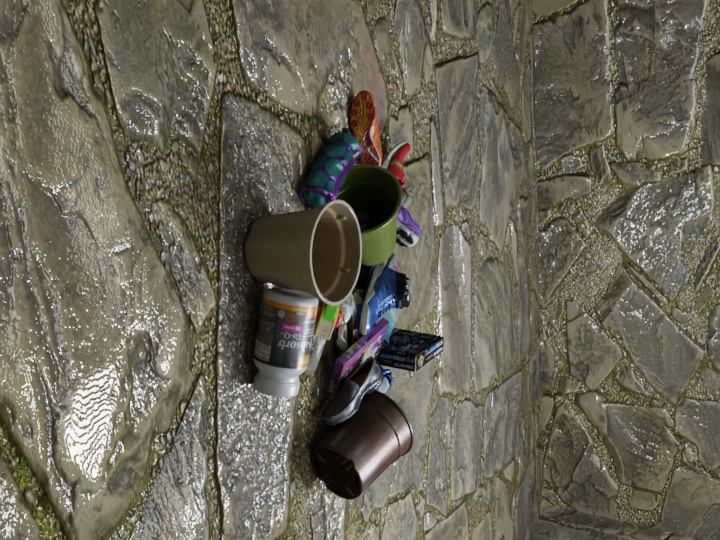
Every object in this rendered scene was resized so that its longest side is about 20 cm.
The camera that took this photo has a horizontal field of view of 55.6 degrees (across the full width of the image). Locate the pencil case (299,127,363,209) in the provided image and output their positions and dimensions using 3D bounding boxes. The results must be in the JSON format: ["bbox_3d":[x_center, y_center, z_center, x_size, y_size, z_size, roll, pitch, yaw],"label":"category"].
[{"bbox_3d":[-0.062,-0.224,1.543,0.202,0.091,0.086,-65,145,-33],"label":"pencil case"}]

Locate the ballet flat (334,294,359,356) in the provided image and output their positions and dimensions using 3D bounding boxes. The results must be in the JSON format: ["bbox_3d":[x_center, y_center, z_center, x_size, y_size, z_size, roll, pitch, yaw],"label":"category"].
[{"bbox_3d":[-0.041,0.128,1.647,0.071,0.068,0.203,-63,149,-56],"label":"ballet flat"}]

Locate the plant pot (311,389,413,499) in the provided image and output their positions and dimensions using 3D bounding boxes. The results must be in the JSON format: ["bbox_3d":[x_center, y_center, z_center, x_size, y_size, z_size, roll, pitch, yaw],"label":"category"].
[{"bbox_3d":[-0.003,0.424,1.644,0.198,0.198,0.204,-37,126,-45],"label":"plant pot"}]

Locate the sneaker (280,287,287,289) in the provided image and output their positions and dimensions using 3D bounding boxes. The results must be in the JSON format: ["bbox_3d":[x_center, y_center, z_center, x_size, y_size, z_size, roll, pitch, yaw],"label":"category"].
[{"bbox_3d":[-0.118,0.037,1.483,0.070,0.077,0.202,59,43,-47],"label":"sneaker"}]

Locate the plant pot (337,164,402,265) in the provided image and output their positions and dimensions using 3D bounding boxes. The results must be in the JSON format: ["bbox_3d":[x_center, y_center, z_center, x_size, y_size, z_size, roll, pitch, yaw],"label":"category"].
[{"bbox_3d":[0.014,-0.112,1.628,0.191,0.196,0.203,72,33,-55],"label":"plant pot"}]

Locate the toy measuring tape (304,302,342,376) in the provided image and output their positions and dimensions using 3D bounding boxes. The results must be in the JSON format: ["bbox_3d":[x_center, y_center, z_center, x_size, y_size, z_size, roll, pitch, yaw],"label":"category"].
[{"bbox_3d":[-0.090,0.140,1.579,0.073,0.073,0.203,9,101,-61],"label":"toy measuring tape"}]

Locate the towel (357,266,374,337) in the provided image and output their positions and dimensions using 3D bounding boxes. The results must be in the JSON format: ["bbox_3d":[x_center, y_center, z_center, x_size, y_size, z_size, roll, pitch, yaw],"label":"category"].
[{"bbox_3d":[0.022,0.074,1.780,0.148,0.049,0.203,56,46,-50],"label":"towel"}]

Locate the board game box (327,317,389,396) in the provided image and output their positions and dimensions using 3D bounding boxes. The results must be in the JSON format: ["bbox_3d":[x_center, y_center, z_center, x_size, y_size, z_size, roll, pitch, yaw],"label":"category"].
[{"bbox_3d":[-0.003,0.211,1.688,0.199,0.032,0.121,-38,150,-43],"label":"board game box"}]

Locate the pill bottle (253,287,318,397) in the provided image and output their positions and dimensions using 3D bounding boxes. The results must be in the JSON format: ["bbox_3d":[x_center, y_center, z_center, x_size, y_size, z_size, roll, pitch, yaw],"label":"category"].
[{"bbox_3d":[-0.155,0.144,1.378,0.116,0.115,0.204,-1,102,-61],"label":"pill bottle"}]

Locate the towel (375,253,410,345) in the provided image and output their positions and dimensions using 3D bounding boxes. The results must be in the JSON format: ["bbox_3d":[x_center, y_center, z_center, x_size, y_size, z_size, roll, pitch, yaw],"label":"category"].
[{"bbox_3d":[0.077,0.077,1.811,0.202,0.021,0.148,-65,145,-31],"label":"towel"}]

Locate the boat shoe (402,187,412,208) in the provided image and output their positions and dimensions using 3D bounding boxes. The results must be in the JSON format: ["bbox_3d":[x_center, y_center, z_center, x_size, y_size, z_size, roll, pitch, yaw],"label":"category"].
[{"bbox_3d":[0.066,-0.156,1.822,0.065,0.071,0.200,53,56,-17],"label":"boat shoe"}]

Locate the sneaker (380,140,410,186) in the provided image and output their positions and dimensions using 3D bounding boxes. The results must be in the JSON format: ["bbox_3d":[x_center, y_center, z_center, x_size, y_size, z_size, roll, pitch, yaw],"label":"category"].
[{"bbox_3d":[0.089,-0.260,1.812,0.201,0.084,0.077,-57,-176,-31],"label":"sneaker"}]

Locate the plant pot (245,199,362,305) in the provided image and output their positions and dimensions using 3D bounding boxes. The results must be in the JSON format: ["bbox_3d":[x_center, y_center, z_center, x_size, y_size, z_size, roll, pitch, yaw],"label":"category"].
[{"bbox_3d":[-0.121,-0.039,1.357,0.200,0.180,0.205,-11,103,-61],"label":"plant pot"}]

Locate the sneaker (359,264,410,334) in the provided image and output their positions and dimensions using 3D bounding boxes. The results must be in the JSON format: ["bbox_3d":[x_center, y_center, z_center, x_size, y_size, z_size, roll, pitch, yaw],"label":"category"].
[{"bbox_3d":[0.066,0.080,1.689,0.077,0.109,0.202,100,6,-50],"label":"sneaker"}]

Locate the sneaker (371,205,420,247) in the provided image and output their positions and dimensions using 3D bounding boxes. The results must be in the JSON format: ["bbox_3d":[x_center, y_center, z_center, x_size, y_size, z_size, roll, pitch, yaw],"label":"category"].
[{"bbox_3d":[0.073,-0.145,1.751,0.200,0.080,0.084,42,51,-15],"label":"sneaker"}]

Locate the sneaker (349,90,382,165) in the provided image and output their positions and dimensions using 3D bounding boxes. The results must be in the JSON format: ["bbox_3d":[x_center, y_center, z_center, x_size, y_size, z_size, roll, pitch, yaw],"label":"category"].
[{"bbox_3d":[0.014,-0.351,1.716,0.077,0.071,0.203,-76,163,-62],"label":"sneaker"}]

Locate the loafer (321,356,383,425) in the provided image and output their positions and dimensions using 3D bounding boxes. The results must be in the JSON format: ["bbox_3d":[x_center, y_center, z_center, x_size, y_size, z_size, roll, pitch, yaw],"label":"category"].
[{"bbox_3d":[-0.025,0.285,1.634,0.200,0.072,0.073,-43,134,-34],"label":"loafer"}]

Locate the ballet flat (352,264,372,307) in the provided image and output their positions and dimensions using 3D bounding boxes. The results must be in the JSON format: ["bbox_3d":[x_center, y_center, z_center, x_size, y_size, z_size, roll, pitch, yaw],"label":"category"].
[{"bbox_3d":[0.000,0.000,1.705,0.066,0.057,0.203,22,60,-16],"label":"ballet flat"}]

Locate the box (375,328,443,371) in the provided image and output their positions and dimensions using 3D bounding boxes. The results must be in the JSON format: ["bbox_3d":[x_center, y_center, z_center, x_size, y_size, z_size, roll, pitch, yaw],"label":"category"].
[{"bbox_3d":[0.121,0.214,1.867,0.199,0.156,0.047,-21,115,-60],"label":"box"}]

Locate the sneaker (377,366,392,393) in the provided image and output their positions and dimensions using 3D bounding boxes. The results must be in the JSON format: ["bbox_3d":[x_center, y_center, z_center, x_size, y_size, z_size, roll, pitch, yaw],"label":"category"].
[{"bbox_3d":[0.048,0.290,1.796,0.200,0.081,0.076,-20,108,-80],"label":"sneaker"}]
